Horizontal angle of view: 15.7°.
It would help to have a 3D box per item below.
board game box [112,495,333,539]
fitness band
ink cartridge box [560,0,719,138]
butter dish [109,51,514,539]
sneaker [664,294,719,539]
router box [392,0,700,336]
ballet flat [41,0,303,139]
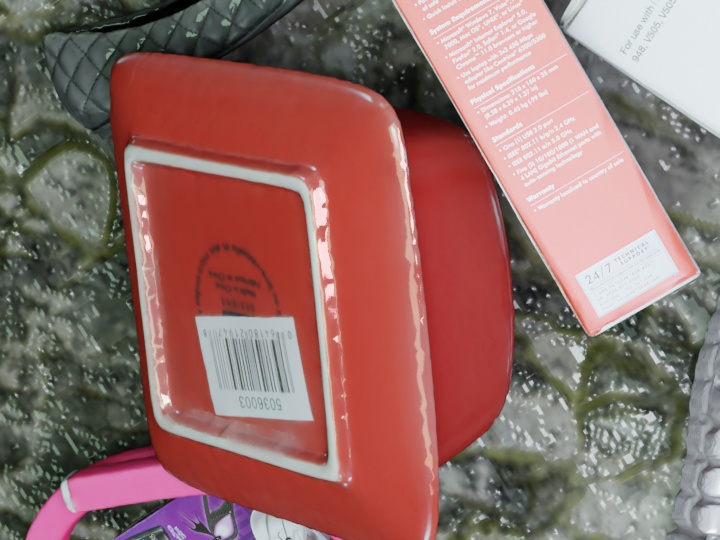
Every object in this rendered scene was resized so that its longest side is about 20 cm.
[{"bbox_3d":[-0.016,0.179,1.237,0.120,0.032,0.200,-34,91,29],"label":"board game box"},{"bbox_3d":[-0.070,0.152,1.214,0.200,0.037,0.144,-8,102,24],"label":"fitness band"},{"bbox_3d":[0.193,-0.081,1.024,0.200,0.147,0.083,34,109,8],"label":"ink cartridge box"},{"bbox_3d":[0.000,0.000,1.120,0.200,0.148,0.200,11,111,48],"label":"butter dish"},{"bbox_3d":[0.199,0.078,1.112,0.112,0.078,0.201,12,94,-7],"label":"sneaker"},{"bbox_3d":[0.064,-0.071,1.044,0.049,0.200,0.180,-30,92,5],"label":"router box"},{"bbox_3d":[-0.063,-0.126,1.147,0.200,0.066,0.057,-33,99,25],"label":"ballet flat"}]
